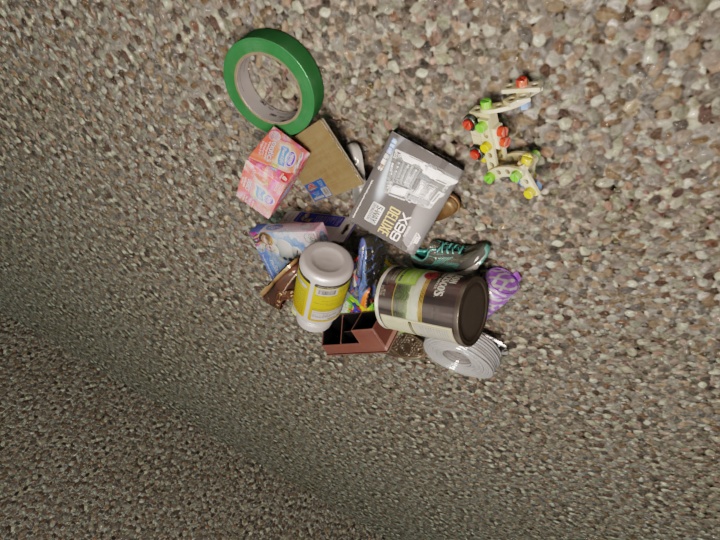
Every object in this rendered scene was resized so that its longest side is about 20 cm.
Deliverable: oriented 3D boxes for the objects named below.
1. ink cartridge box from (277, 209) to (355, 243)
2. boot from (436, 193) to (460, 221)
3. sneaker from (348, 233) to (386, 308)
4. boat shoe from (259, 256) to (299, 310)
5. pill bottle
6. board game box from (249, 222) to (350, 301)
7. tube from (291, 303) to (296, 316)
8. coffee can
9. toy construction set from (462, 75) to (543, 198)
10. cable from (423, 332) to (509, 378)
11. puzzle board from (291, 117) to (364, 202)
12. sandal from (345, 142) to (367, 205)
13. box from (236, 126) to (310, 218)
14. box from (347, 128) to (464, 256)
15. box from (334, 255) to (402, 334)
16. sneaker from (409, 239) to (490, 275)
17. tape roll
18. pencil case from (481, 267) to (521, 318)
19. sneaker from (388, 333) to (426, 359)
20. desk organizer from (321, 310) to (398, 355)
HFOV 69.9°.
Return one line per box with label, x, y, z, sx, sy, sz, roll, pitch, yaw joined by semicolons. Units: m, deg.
ink cartridge box;-0.105;-0.096;1.224;0.200;0.095;0.037;7;135;25
boot;0.117;-0.112;1.092;0.200;0.076;0.074;-11;124;37
sneaker;0.000;0.000;1.105;0.078;0.075;0.200;28;138;20
boat shoe;-0.168;0.034;1.185;0.070;0.070;0.200;48;146;-1
pill bottle;-0.085;0.042;1.103;0.112;0.113;0.200;24;137;6
board game box;-0.140;-0.017;1.205;0.199;0.043;0.200;1;127;33
tube;-0.140;0.064;1.456;0.058;0.052;0.200;-1;147;-30
coffee can;0.151;0.072;1.099;0.200;0.146;0.147;8;137;36
toy construction set;0.250;-0.226;0.878;0.131;0.092;0.200;28;139;43
cable;0.259;0.207;1.322;0.200;0.069;0.200;26;154;6
puzzle board;-0.086;-0.227;1.091;0.151;0.017;0.200;55;151;-17
sandal;0.012;-0.177;1.101;0.050;0.083;0.203;-19;132;-10
box;-0.195;-0.206;1.119;0.095;0.103;0.200;36;157;-8
box;0.088;-0.152;1.023;0.157;0.050;0.200;30;113;1
box;0.027;0.072;1.301;0.193;0.122;0.200;41;139;-13
sneaker;0.189;-0.031;1.137;0.200;0.078;0.091;-22;115;42
tape roll;-0.172;-0.367;1.017;0.200;0.048;0.201;17;139;16
pencil case;0.284;0.074;1.185;0.085;0.084;0.200;-3;149;-22
sneaker;0.108;0.211;1.452;0.200;0.071;0.076;10;163;36
desk organizer;-0.015;0.153;1.263;0.200;0.072;0.077;-10;124;39
